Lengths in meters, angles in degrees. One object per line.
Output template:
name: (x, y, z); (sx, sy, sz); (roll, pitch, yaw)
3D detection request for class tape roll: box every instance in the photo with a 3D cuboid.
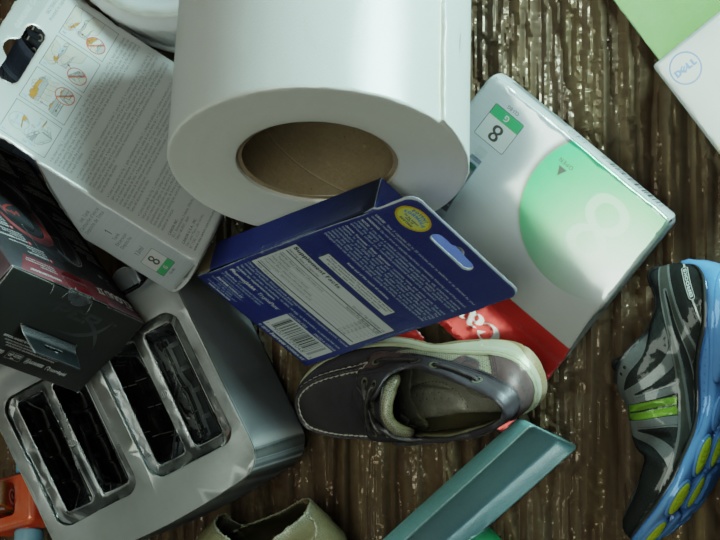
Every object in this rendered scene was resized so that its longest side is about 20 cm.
tape roll: (-0.026, -0.130, 1.421); (0.202, 0.203, 0.140); (-8, 62, 17)

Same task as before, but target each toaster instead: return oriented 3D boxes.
toaster: (-0.155, 0.106, 1.542); (0.181, 0.119, 0.200); (-27, 85, 17)

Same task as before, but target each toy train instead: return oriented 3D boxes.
toy train: (-0.288, 0.239, 1.586); (0.150, 0.056, 0.201); (-12, 68, 36)

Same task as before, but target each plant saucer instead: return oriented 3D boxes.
plant saucer: (0.062, 0.177, 1.509); (0.200, 0.070, 0.019); (-43, 55, 15)

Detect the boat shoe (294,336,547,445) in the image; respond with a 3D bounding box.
boat shoe: (0.032, 0.089, 1.493); (0.200, 0.065, 0.072); (-5, 106, 31)

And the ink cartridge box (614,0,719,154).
ink cartridge box: (0.258, -0.182, 1.439); (0.145, 0.048, 0.200); (-38, 84, 16)

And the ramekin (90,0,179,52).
ramekin: (-0.128, -0.256, 1.529); (0.202, 0.094, 0.203); (1, 93, 18)

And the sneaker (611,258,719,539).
sneaker: (0.211, 0.090, 1.461); (0.083, 0.071, 0.200); (12, 95, 30)

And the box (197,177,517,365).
box: (0.000, 0.000, 1.461); (0.200, 0.121, 0.032); (-18, 43, 38)

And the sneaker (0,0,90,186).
sneaker: (-0.273, -0.155, 1.580); (0.202, 0.077, 0.146); (26, 111, 5)

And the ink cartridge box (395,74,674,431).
ink cartridge box: (0.097, -0.010, 1.488); (0.161, 0.050, 0.200); (40, 101, 12)

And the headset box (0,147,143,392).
headset box: (-0.249, -0.010, 1.452); (0.075, 0.149, 0.200); (-46, 58, 10)

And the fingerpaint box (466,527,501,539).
fingerpaint box: (0.090, 0.313, 1.500); (0.167, 0.073, 0.200); (-44, 80, 13)

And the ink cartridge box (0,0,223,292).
ink cartridge box: (-0.178, -0.097, 1.487); (0.200, 0.161, 0.050); (31, 134, -9)

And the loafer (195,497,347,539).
loafer: (-0.104, 0.215, 1.539); (0.199, 0.076, 0.068); (-18, 105, -2)
